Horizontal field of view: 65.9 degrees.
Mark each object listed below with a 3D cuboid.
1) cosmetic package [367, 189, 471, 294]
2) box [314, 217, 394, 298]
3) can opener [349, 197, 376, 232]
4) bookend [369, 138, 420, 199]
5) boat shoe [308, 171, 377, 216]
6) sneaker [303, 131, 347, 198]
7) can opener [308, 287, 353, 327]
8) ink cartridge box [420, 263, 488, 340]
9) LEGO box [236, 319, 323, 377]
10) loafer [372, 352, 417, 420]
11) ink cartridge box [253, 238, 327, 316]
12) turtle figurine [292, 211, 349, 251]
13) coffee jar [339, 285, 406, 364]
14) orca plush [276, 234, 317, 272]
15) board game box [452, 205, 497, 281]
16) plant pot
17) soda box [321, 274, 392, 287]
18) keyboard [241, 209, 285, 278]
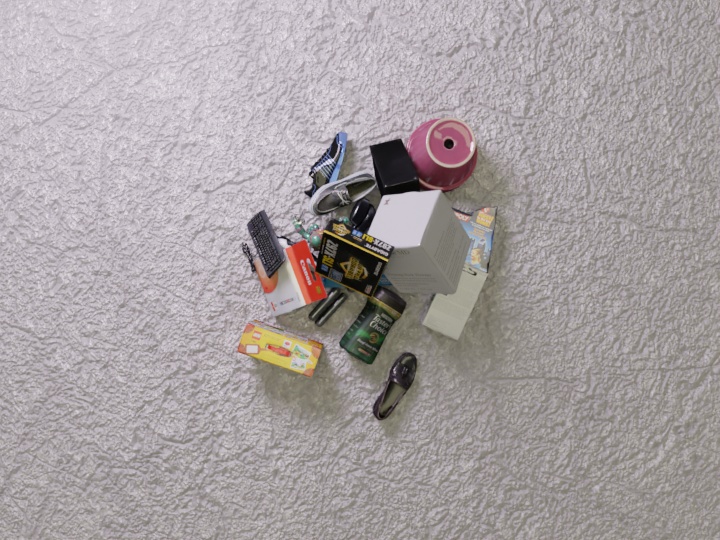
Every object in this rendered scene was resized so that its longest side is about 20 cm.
[{"bbox_3d":[0.141,-0.064,1.346,0.167,0.200,0.167,0,56,38],"label":"cosmetic package"},{"bbox_3d":[-0.019,-0.025,1.304,0.159,0.200,0.049,26,61,3],"label":"box"},{"bbox_3d":[-0.018,-0.098,1.513,0.078,0.063,0.201,26,90,-21],"label":"can opener"},{"bbox_3d":[0.098,-0.210,1.491,0.092,0.199,0.200,-13,133,-1],"label":"bookend"},{"bbox_3d":[-0.046,-0.205,1.469,0.200,0.071,0.072,-34,118,-13],"label":"boat shoe"},{"bbox_3d":[-0.094,-0.287,1.510,0.078,0.070,0.201,16,89,-9],"label":"sneaker"},{"bbox_3d":[-0.060,0.068,1.506,0.200,0.066,0.053,-46,103,-3],"label":"can opener"},{"bbox_3d":[0.254,0.075,1.507,0.109,0.050,0.201,24,98,-1],"label":"ink cartridge box"},{"bbox_3d":[-0.206,0.201,1.456,0.199,0.149,0.077,20,88,-2],"label":"LEGO box"},{"bbox_3d":[0.099,0.318,1.506,0.072,0.063,0.200,29,88,-1],"label":"loafer"},{"bbox_3d":[-0.187,0.024,1.449,0.050,0.200,0.163,-20,89,-42],"label":"ink cartridge box"},{"bbox_3d":[-0.104,-0.098,1.435,0.149,0.200,0.101,7,96,4],"label":"turtle figurine"},{"bbox_3d":[0.035,0.144,1.492,0.104,0.085,0.200,32,88,-18],"label":"coffee jar"},{"bbox_3d":[-0.157,-0.057,1.503,0.199,0.105,0.071,18,54,9],"label":"orca plush"},{"bbox_3d":[0.285,-0.100,1.520,0.199,0.062,0.201,23,90,0],"label":"board game box"},{"bbox_3d":[0.222,-0.316,1.467,0.199,0.179,0.201,0,89,-3],"label":"plant pot"},{"bbox_3d":[0.000,0.000,1.452,0.199,0.068,0.064,-3,63,-15],"label":"soda box"},{"bbox_3d":[-0.266,-0.059,1.466,0.127,0.021,0.200,-47,50,23],"label":"keyboard"}]
